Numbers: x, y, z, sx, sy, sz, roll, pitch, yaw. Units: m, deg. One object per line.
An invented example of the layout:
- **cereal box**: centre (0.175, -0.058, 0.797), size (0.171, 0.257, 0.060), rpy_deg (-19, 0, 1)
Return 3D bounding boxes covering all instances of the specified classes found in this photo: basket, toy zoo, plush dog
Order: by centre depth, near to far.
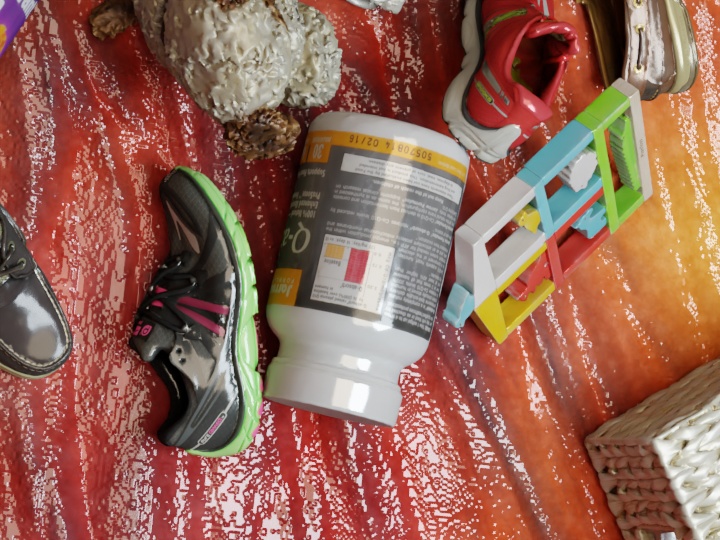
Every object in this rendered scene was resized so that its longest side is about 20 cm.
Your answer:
- **plush dog**: centre (-0.093, -0.166, 1.535), size (0.160, 0.172, 0.200), rpy_deg (-17, 117, -7)
- **toy zoo**: centre (0.130, -0.031, 1.656), size (0.200, 0.131, 0.020), rpy_deg (-44, 59, -16)
- **basket**: centre (0.280, 0.132, 1.692), size (0.200, 0.136, 0.124), rpy_deg (-29, 96, -19)

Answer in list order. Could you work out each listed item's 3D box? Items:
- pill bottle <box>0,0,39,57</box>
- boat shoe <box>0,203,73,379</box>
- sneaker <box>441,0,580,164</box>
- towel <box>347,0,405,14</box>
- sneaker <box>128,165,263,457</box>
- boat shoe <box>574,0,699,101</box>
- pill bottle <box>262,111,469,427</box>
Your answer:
- **pill bottle**: centre (-0.252, -0.210, 1.518), size (0.111, 0.111, 0.200), rpy_deg (35, 77, -16)
- **boat shoe**: centre (-0.257, -0.011, 1.535), size (0.073, 0.065, 0.200), rpy_deg (-42, 103, -18)
- **sneaker**: centre (0.120, -0.155, 1.635), size (0.077, 0.085, 0.200), rpy_deg (40, 40, -25)
- **towel**: centre (-0.032, -0.278, 1.644), size (0.200, 0.034, 0.133), rpy_deg (30, 76, -18)
- **sneaker**: centre (-0.116, 0.028, 1.582), size (0.084, 0.077, 0.200), rpy_deg (-6, 87, -19)
- **boat shoe**: centre (0.187, -0.219, 1.702), size (0.067, 0.072, 0.200), rpy_deg (-19, 97, -22)
- **pill bottle**: centre (0.000, 0.000, 1.602), size (0.116, 0.116, 0.200), rpy_deg (16, 82, -19)
